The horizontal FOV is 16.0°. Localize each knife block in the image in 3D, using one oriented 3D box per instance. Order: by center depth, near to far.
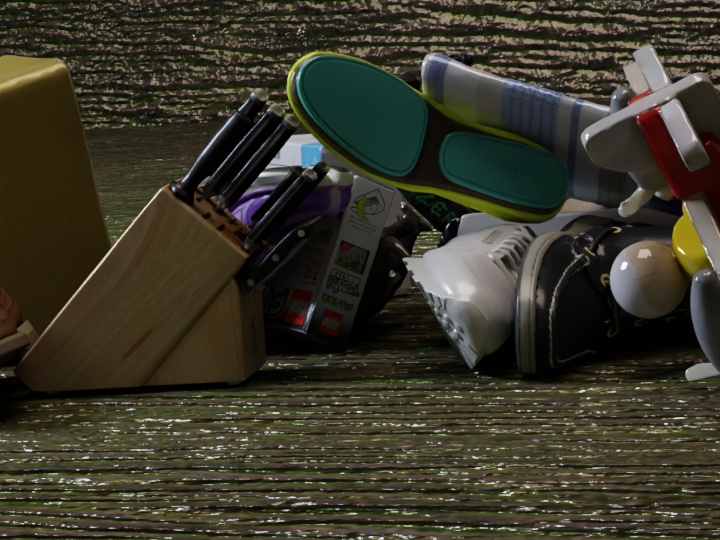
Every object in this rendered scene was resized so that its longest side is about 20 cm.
[{"bbox_3d":[-0.117,-0.019,1.579,0.199,0.176,0.064,-4,7,11],"label":"knife block"}]

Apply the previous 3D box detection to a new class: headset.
[{"bbox_3d":[0.051,-0.094,1.800,0.094,0.124,0.200,-41,18,12],"label":"headset"}]

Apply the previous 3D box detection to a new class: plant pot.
[{"bbox_3d":[-0.295,-0.028,1.777,0.200,0.196,0.194,-17,11,-18],"label":"plant pot"}]

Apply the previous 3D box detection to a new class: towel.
[{"bbox_3d":[0.134,-0.081,1.640,0.200,0.024,0.147,16,-19,10],"label":"towel"}]

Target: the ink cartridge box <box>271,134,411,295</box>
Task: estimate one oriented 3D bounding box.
[{"bbox_3d":[-0.033,-0.045,1.951,0.067,0.116,0.200,-7,8,-22],"label":"ink cartridge box"}]

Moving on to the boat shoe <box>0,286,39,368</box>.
[{"bbox_3d":[-0.247,0.038,1.574,0.072,0.068,0.200,-34,4,-4],"label":"boat shoe"}]

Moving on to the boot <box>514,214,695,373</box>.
[{"bbox_3d":[0.183,0.014,1.541,0.153,0.074,0.204,5,17,20],"label":"boot"}]

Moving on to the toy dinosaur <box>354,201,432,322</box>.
[{"bbox_3d":[0.000,0.000,1.746,0.077,0.102,0.200,34,-4,-30],"label":"toy dinosaur"}]

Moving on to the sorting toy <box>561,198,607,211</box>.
[{"bbox_3d":[0.148,-0.053,1.873,0.185,0.037,0.200,-36,4,12],"label":"sorting toy"}]

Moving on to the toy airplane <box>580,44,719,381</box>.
[{"bbox_3d":[0.189,-0.029,1.442,0.141,0.199,0.200,-43,-7,23],"label":"toy airplane"}]

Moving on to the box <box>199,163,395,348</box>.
[{"bbox_3d":[-0.061,-0.015,1.734,0.035,0.110,0.200,22,-7,-34],"label":"box"}]

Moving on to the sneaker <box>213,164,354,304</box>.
[{"bbox_3d":[-0.070,-0.008,1.666,0.081,0.084,0.200,-5,-22,-46],"label":"sneaker"}]

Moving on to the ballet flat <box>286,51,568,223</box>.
[{"bbox_3d":[0.036,-0.076,1.616,0.200,0.067,0.067,22,-14,-17],"label":"ballet flat"}]

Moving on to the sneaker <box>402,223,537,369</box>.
[{"bbox_3d":[0.077,0.005,1.577,0.080,0.077,0.200,-27,8,4],"label":"sneaker"}]

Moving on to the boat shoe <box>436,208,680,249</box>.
[{"bbox_3d":[0.157,-0.004,1.707,0.200,0.075,0.093,8,-3,19],"label":"boat shoe"}]
